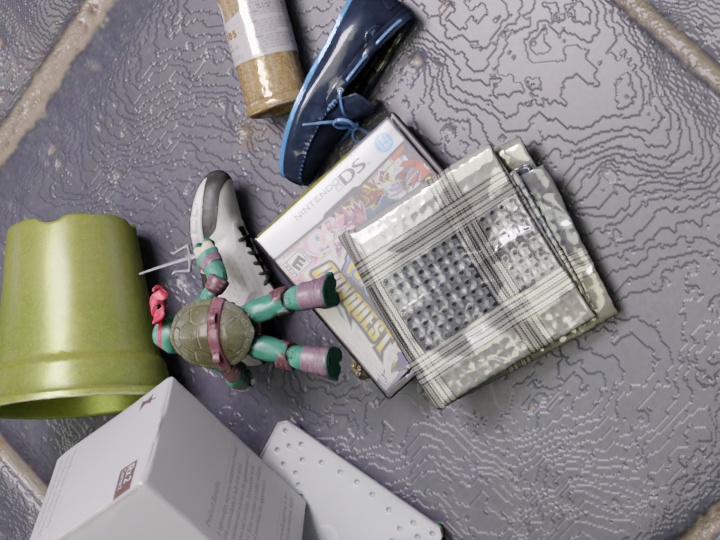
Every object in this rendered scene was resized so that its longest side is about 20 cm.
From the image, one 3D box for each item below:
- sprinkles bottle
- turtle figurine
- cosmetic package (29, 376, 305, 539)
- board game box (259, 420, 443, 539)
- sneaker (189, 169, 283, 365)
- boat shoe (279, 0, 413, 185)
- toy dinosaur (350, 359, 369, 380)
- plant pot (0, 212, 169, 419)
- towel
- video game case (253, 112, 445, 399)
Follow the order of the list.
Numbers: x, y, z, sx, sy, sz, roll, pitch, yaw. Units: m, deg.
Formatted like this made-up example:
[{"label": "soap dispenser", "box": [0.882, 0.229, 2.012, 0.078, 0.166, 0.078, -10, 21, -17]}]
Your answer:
[{"label": "sprinkles bottle", "box": [-0.104, -0.251, 1.503, 0.068, 0.068, 0.202, -17, 88, 23]}, {"label": "turtle figurine", "box": [-0.119, 0.054, 1.446, 0.198, 0.101, 0.151, 0, 113, 18]}, {"label": "cosmetic package", "box": [-0.178, 0.247, 1.452, 0.165, 0.165, 0.200, -36, 112, 21]}, {"label": "board game box", "box": [-0.039, 0.282, 1.541, 0.199, 0.026, 0.201, 33, 105, 17]}, {"label": "sneaker", "box": [-0.117, -0.001, 1.533, 0.079, 0.074, 0.202, -5, 101, 19]}, {"label": "boat shoe", "box": [-0.015, -0.167, 1.466, 0.068, 0.084, 0.201, 28, 106, 15]}, {"label": "toy dinosaur", "box": [0.000, 0.000, 1.495, 0.087, 0.047, 0.202, 11, 94, 15]}, {"label": "plant pot", "box": [-0.285, 0.045, 1.551, 0.199, 0.200, 0.186, -10, 80, 23]}, {"label": "towel", "box": [0.108, 0.001, 1.416, 0.199, 0.035, 0.193, -30, 86, 6]}, {"label": "video game case", "box": [0.029, -0.014, 1.457, 0.181, 0.025, 0.200, -41, 84, 6]}]
